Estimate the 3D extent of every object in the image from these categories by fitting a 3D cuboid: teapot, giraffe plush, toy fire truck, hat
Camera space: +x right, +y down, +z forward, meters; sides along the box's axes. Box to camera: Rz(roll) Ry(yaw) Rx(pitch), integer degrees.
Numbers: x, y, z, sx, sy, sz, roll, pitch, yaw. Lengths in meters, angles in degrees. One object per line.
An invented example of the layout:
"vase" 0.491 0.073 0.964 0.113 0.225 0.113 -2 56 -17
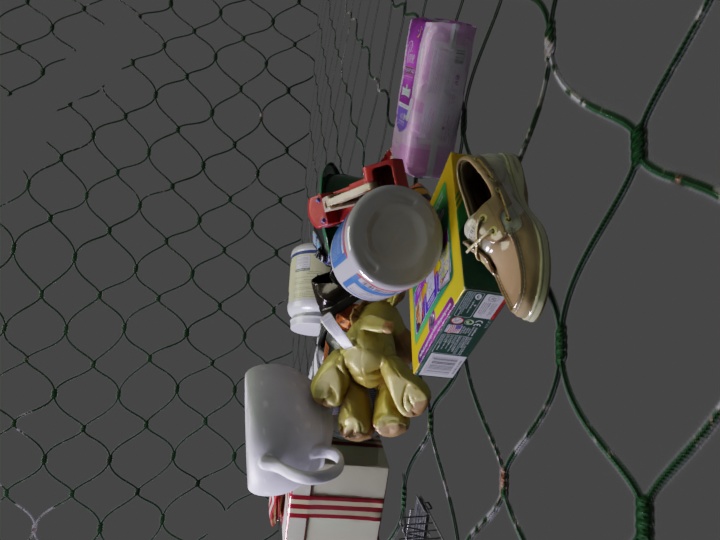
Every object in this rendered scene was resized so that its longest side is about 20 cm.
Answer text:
"teapot" -0.098 0.233 1.031 0.199 0.141 0.205 107 159 -60
"giraffe plush" 0.021 0.116 1.005 0.205 0.168 0.163 68 -157 -15
"toy fire truck" -0.005 -0.099 0.945 0.140 0.195 0.050 -16 -89 -59
"hat" 0.034 -0.108 1.145 0.169 0.170 0.203 -81 -19 -45

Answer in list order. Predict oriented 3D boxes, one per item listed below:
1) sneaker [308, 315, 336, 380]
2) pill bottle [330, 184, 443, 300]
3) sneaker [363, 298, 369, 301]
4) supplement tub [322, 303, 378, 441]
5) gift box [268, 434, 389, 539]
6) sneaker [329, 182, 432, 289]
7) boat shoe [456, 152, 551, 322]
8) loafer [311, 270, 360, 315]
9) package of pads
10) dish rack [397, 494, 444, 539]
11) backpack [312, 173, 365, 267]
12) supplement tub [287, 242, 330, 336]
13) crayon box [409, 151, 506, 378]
"sneaker" -0.058 0.172 1.259 0.090 0.064 0.207 155 124 -85
"pill bottle" 0.021 -0.024 0.829 0.200 0.108 0.116 149 127 -78
"sneaker" 0.017 -0.042 1.284 0.073 0.075 0.206 -114 30 -67
"supplement tub" -0.006 0.169 1.169 0.123 0.118 0.206 -114 32 -70
"gift box" -0.064 0.363 1.209 0.200 0.181 0.191 -131 48 -75
"sneaker" 0.034 -0.051 1.048 0.199 0.070 0.091 -39 28 25
"boat shoe" 0.130 -0.037 0.669 0.204 0.064 0.075 -95 15 -45
"loafer" 0.000 0.000 1.105 0.197 0.072 0.074 -33 20 17
"package of pads" 0.095 -0.235 0.953 0.121 0.073 0.206 -119 36 -68
"dish rack" 0.068 0.371 0.829 0.200 0.053 0.159 -130 48 -76
"backpack" -0.031 -0.096 1.413 0.200 0.130 0.189 -164 80 -79
"supplement tub" -0.109 0.049 1.747 0.145 0.140 0.206 123 151 -68
"crayon box" 0.106 0.000 0.807 0.202 0.056 0.177 110 164 -56
